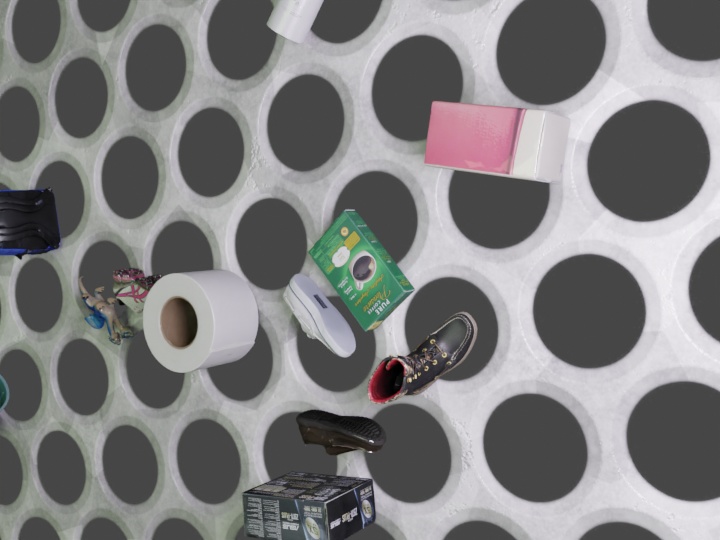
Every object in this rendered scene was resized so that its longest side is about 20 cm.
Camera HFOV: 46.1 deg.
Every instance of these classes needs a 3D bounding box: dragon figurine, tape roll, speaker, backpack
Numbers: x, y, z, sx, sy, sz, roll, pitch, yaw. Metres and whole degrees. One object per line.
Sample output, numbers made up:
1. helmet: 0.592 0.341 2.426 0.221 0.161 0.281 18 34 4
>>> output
1. dragon figurine: -0.603 0.096 1.959 0.200 0.059 0.100 30 134 29
2. tape roll: -0.330 0.101 1.749 0.202 0.139 0.204 3 95 32
3. speaker: -0.102 -0.534 1.594 0.081 0.081 0.201 38 112 25
4. backpack: -0.850 -0.104 2.033 0.167 0.200 0.163 -16 86 32

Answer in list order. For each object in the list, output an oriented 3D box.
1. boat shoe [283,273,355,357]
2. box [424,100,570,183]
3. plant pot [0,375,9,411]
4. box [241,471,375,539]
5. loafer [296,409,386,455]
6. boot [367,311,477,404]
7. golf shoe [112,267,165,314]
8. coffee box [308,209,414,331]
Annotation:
1. boat shoe: -0.082 0.098 1.638 0.065 0.073 0.200 -52 57 29
2. box: 0.223 -0.209 1.380 0.199 0.128 0.110 12 99 31
3. plant pot: -1.040 0.376 2.204 0.200 0.200 0.197 44 123 22
4. box: -0.097 0.450 1.609 0.199 0.164 0.087 -4 91 32
5. loafer: -0.034 0.319 1.623 0.199 0.073 0.072 8 107 37
6. boot: 0.105 0.156 1.466 0.200 0.150 0.073 -46 70 26
7. golf shoe: -0.477 0.053 1.885 0.199 0.072 0.093 13 109 41
8. coffee box: 0.000 0.000 1.587 0.123 0.044 0.200 -48 68 26
